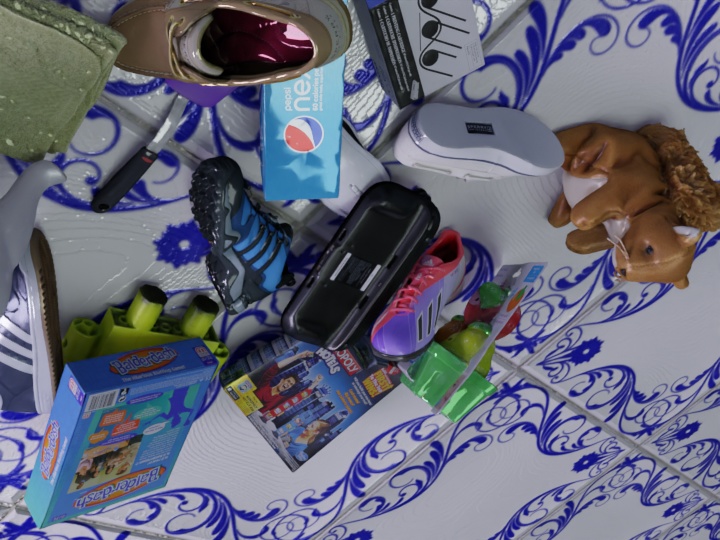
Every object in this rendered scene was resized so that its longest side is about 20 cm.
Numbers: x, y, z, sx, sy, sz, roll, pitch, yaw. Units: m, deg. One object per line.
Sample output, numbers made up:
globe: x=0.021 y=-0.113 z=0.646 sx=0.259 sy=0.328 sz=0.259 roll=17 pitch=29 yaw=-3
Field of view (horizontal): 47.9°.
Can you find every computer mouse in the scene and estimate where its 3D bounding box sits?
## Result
computer mouse: x=-0.006 y=-0.082 z=0.822 sx=0.110 sy=0.044 sz=0.200 roll=-37 pitch=138 yaw=9

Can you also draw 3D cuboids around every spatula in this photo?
spatula: x=-0.175 y=-0.119 z=0.709 sx=0.200 sy=0.021 sz=0.056 roll=-45 pitch=137 yaw=17

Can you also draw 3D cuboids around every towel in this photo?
towel: x=-0.287 y=-0.154 z=0.586 sx=0.200 sy=0.037 sz=0.148 roll=14 pitch=136 yaw=-38

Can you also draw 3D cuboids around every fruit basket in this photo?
fruit basket: x=0.125 y=0.069 z=0.933 sx=0.094 sy=0.185 sz=0.200 roll=31 pitch=88 yaw=-4

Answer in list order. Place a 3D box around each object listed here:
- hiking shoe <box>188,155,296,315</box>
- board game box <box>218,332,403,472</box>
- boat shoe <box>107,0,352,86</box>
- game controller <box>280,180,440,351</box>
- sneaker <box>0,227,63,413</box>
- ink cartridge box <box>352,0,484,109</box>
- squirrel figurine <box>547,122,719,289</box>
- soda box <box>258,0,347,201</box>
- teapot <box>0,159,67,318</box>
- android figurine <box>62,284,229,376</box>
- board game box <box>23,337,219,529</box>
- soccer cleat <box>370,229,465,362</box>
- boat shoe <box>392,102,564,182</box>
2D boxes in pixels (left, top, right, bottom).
hiking shoe: x=-0.111 y=-0.043 z=0.791 sx=0.087 sy=0.074 sz=0.200 roll=-23 pitch=148 yaw=-18
board game box: x=-0.045 y=0.127 z=0.986 sx=0.200 sy=0.062 sz=0.200 roll=-31 pitch=134 yaw=-4
boat shoe: x=-0.109 y=-0.172 z=0.597 sx=0.200 sy=0.066 sz=0.074 roll=-1 pitch=121 yaw=19
game controller: x=0.000 y=0.000 z=0.848 sx=0.104 sy=0.042 sz=0.200 roll=25 pitch=108 yaw=-33
sneaker: x=-0.338 y=0.053 z=0.749 sx=0.108 sy=0.070 sz=0.200 roll=0 pitch=121 yaw=-12
ink cartridge box: x=0.041 y=-0.243 z=0.693 sx=0.094 sy=0.044 sz=0.200 roll=-28 pitch=138 yaw=-4
squirrel figurine: x=0.327 y=-0.073 z=0.907 sx=0.200 sy=0.187 sz=0.142 roll=-20 pitch=137 yaw=-11
soda box: x=-0.051 y=-0.161 z=0.679 sx=0.068 sy=0.064 sz=0.200 roll=-3 pitch=124 yaw=-10
teapot: x=-0.361 y=-0.030 z=0.602 sx=0.197 sy=0.146 sz=0.200 roll=-20 pitch=156 yaw=25
android figurine: x=-0.235 y=0.103 z=0.874 sx=0.182 sy=0.041 sz=0.200 roll=12 pitch=123 yaw=-37
board game box: x=-0.247 y=0.166 z=0.836 sx=0.152 sy=0.045 sz=0.200 roll=-8 pitch=134 yaw=-47
soccer cleat: x=0.065 y=0.025 z=0.889 sx=0.200 sy=0.068 sz=0.073 roll=-47 pitch=147 yaw=-50
boat shoe: x=0.122 y=-0.124 z=0.846 sx=0.200 sy=0.071 sz=0.070 roll=-1 pitch=158 yaw=-33
